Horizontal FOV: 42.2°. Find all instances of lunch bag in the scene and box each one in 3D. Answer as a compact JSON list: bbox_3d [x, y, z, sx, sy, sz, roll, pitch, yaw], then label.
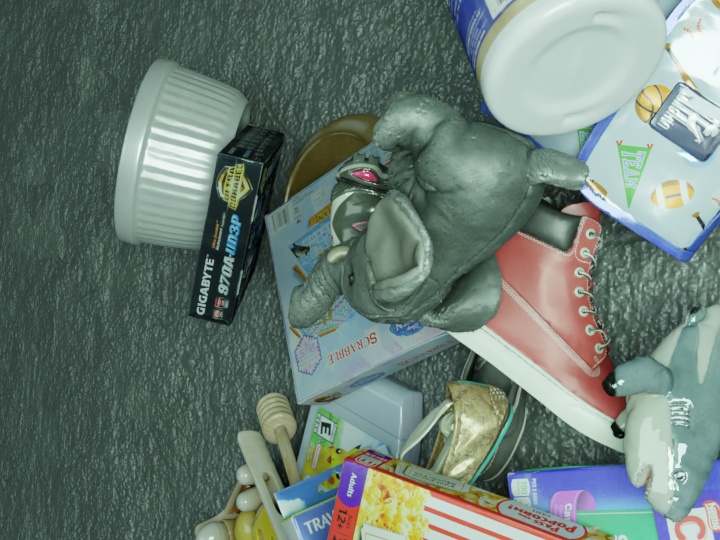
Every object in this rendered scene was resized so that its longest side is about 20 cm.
[{"bbox_3d":[0.209,-0.130,0.670,0.200,0.123,0.171,48,117,35],"label":"lunch bag"}]

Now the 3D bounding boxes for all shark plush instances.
[{"bbox_3d":[0.246,0.073,0.627,0.083,0.199,0.092,41,158,34],"label":"shark plush"}]

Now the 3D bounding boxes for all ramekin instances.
[{"bbox_3d":[-0.187,-0.118,1.012,0.200,0.103,0.204,-166,90,-87],"label":"ramekin"}]

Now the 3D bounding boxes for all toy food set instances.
[{"bbox_3d":[-0.119,0.279,0.962,0.145,0.060,0.201,60,143,30],"label":"toy food set"}]

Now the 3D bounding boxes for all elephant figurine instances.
[{"bbox_3d":[0.044,-0.015,0.677,0.155,0.140,0.203,-120,53,-79],"label":"elephant figurine"}]

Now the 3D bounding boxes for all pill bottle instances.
[{"bbox_3d":[0.111,-0.202,0.621,0.119,0.119,0.202,-40,49,34],"label":"pill bottle"}]

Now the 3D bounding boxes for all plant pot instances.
[{"bbox_3d":[-0.020,-0.062,0.953,0.198,0.027,0.204,-7,80,44],"label":"plant pot"}]

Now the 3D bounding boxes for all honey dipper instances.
[{"bbox_3d":[-0.069,0.185,0.911,0.038,0.037,0.200,-67,22,16],"label":"honey dipper"}]

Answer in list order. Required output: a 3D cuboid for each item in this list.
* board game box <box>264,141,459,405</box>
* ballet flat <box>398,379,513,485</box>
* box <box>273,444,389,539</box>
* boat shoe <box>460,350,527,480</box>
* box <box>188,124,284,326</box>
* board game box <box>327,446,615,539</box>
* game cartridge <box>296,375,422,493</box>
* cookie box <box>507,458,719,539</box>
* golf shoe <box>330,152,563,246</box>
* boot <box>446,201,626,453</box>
[{"bbox_3d":[0.000,0.000,0.876,0.199,0.041,0.203,-29,64,39],"label":"board game box"},{"bbox_3d":[0.051,0.177,0.748,0.202,0.065,0.071,-64,6,-1],"label":"ballet flat"},{"bbox_3d":[0.016,0.261,0.795,0.203,0.120,0.048,67,158,12],"label":"box"},{"bbox_3d":[0.113,0.083,0.788,0.066,0.056,0.203,26,104,42],"label":"boat shoe"},{"bbox_3d":[-0.122,-0.053,0.946,0.200,0.045,0.161,-87,10,-73],"label":"box"},{"bbox_3d":[0.068,0.235,0.678,0.197,0.046,0.154,14,98,23],"label":"board game box"},{"bbox_3d":[-0.007,0.196,0.909,0.132,0.040,0.203,20,100,39],"label":"game cartridge"},{"bbox_3d":[0.213,0.223,0.665,0.198,0.075,0.174,-15,75,41],"label":"cookie box"},{"bbox_3d":[0.071,-0.037,0.774,0.196,0.077,0.090,9,85,1],"label":"golf shoe"},{"bbox_3d":[0.174,0.034,0.700,0.199,0.072,0.145,36,100,11],"label":"boot"}]
